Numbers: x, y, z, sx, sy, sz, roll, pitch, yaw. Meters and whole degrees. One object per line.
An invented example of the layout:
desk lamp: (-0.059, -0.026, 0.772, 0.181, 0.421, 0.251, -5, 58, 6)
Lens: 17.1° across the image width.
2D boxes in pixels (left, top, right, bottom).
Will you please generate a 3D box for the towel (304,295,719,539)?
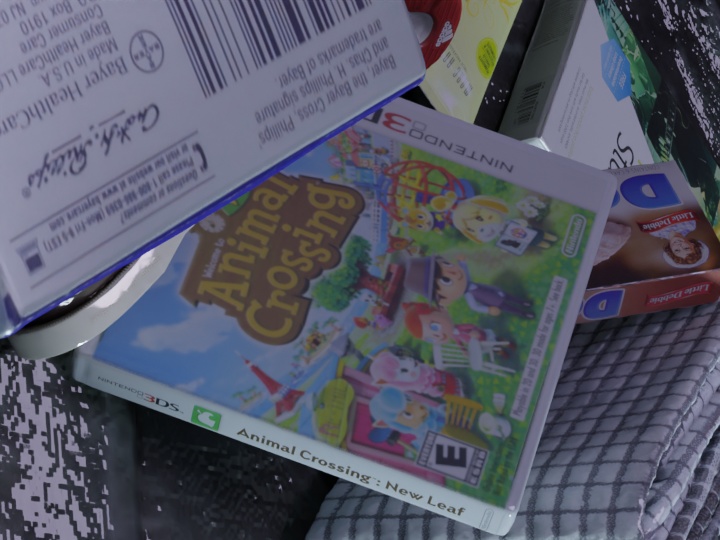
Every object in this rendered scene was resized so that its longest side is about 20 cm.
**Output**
towel: (0.089, 0.088, 1.060, 0.200, 0.165, 0.086, -50, 125, -52)

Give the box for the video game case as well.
video game case: (0.000, 0.000, 0.986, 0.022, 0.181, 0.200, 107, 4, -47)

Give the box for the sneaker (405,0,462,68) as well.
sneaker: (-0.062, -0.140, 1.038, 0.199, 0.079, 0.116, 12, 29, -35)

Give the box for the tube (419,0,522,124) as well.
tube: (0.064, -0.156, 1.233, 0.058, 0.052, 0.200, 25, 51, 1)

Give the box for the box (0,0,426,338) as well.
box: (-0.117, -0.056, 0.745, 0.184, 0.199, 0.105, -33, 107, -39)

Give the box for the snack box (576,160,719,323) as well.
snack box: (0.057, -0.004, 1.044, 0.024, 0.199, 0.072, 98, -22, -44)

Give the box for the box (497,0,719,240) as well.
box: (0.149, -0.044, 1.322, 0.200, 0.036, 0.145, 54, 39, -30)

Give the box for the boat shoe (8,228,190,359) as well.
boat shoe: (-0.080, -0.051, 0.931, 0.200, 0.072, 0.060, -50, 119, -33)
